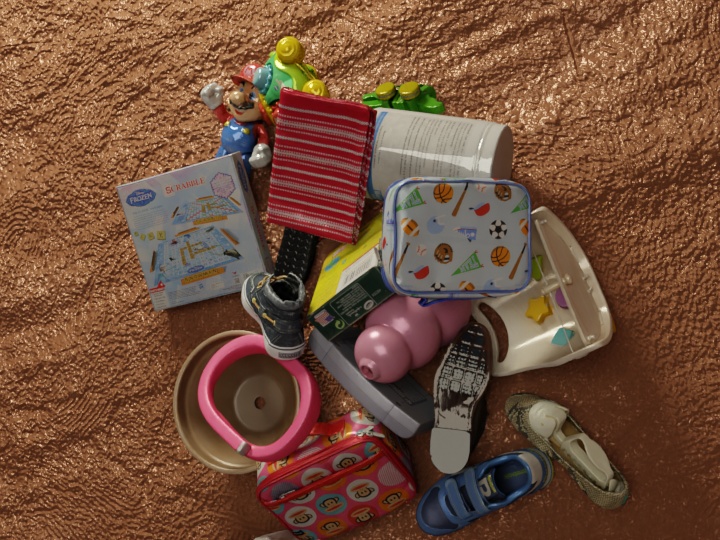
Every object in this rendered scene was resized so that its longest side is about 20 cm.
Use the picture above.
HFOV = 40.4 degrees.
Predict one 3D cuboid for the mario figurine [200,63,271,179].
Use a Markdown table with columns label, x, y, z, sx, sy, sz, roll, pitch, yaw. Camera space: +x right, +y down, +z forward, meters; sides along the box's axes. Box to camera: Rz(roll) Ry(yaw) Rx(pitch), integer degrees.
| label | x | y | z | sx | sy | sz | roll | pitch | yaw |
| --- | --- | --- | --- | --- | --- | --- | --- | --- | --- |
| mario figurine | -0.190 | -0.217 | 1.483 | 0.122 | 0.106 | 0.202 | 16 | 95 | -15 |

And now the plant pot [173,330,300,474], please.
| label | x | y | z | sx | sy | sz | roll | pitch | yaw |
| --- | --- | --- | --- | --- | --- | --- | --- | --- | --- |
| plant pot | -0.163 | 0.192 | 1.418 | 0.199 | 0.093 | 0.203 | -4 | 79 | 18 |

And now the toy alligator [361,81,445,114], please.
| label | x | y | z | sx | sy | sz | roll | pitch | yaw |
| --- | --- | --- | --- | --- | --- | --- | --- | --- | --- |
| toy alligator | 0.045 | -0.251 | 1.443 | 0.199 | 0.060 | 0.054 | 6 | 47 | 36 |

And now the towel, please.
| label | x | y | z | sx | sy | sz | roll | pitch | yaw |
| --- | --- | --- | --- | --- | --- | --- | --- | --- | --- |
| towel | -0.057 | -0.143 | 1.346 | 0.143 | 0.022 | 0.202 | 16 | 113 | 17 |

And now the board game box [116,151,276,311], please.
| label | x | y | z | sx | sy | sz | roll | pitch | yaw |
| --- | --- | --- | --- | --- | --- | --- | --- | --- | --- |
| board game box | -0.247 | -0.057 | 1.478 | 0.198 | 0.041 | 0.201 | -12 | 100 | 16 |

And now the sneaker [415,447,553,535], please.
| label | x | y | z | sx | sy | sz | roll | pitch | yaw |
| --- | --- | --- | --- | --- | --- | --- | --- | --- | --- |
| sneaker | 0.156 | 0.291 | 1.299 | 0.199 | 0.082 | 0.074 | -31 | 75 | 13 |

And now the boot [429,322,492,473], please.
| label | x | y | z | sx | sy | sz | roll | pitch | yaw |
| --- | --- | --- | --- | --- | --- | --- | --- | --- | --- |
| boot | 0.137 | 0.173 | 1.322 | 0.074 | 0.097 | 0.202 | 12 | 80 | 15 |

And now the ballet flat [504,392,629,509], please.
| label | x | y | z | sx | sy | sz | roll | pitch | yaw |
| --- | --- | --- | --- | --- | --- | --- | --- | --- | --- |
| ballet flat | 0.273 | 0.222 | 1.272 | 0.068 | 0.075 | 0.200 | -37 | 69 | -20 |

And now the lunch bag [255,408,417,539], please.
| label | x | y | z | sx | sy | sz | roll | pitch | yaw |
| --- | --- | --- | --- | --- | --- | --- | --- | --- | --- |
| lunch bag | -0.038 | 0.269 | 1.320 | 0.199 | 0.177 | 0.082 | -27 | 34 | 14 |

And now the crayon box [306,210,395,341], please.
| label | x | y | z | sx | sy | sz | roll | pitch | yaw |
| --- | --- | --- | --- | --- | --- | --- | --- | --- | --- |
| crayon box | 0.000 | 0.000 | 1.357 | 0.127 | 0.200 | 0.051 | -37 | 107 | 23 |

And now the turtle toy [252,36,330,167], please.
| label | x | y | z | sx | sy | sz | roll | pitch | yaw |
| --- | --- | --- | --- | --- | --- | --- | --- | --- | --- |
| turtle toy | -0.087 | -0.229 | 1.407 | 0.101 | 0.146 | 0.201 | -30 | 77 | 3 |

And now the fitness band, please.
| label | x | y | z | sx | sy | sz | roll | pitch | yaw |
| --- | --- | --- | --- | --- | --- | --- | --- | --- | --- |
| fitness band | -0.138 | 0.167 | 1.309 | 0.144 | 0.037 | 0.200 | -49 | 49 | -6 |

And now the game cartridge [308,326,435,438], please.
| label | x | y | z | sx | sy | sz | roll | pitch | yaw |
| --- | --- | --- | --- | --- | --- | --- | --- | --- | --- |
| game cartridge | 0.020 | 0.148 | 1.340 | 0.200 | 0.133 | 0.041 | 43 | 103 | 20 |

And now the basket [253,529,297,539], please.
| label | x | y | z | sx | sy | sz | roll | pitch | yaw |
| --- | --- | --- | --- | --- | --- | --- | --- | --- | --- |
| basket | -0.134 | 0.469 | 1.343 | 0.122 | 0.135 | 0.202 | -16 | 76 | 18 |

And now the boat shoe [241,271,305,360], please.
| label | x | y | z | sx | sy | sz | roll | pitch | yaw |
| --- | --- | --- | --- | --- | --- | --- | --- | --- | --- |
| boat shoe | -0.115 | 0.032 | 1.349 | 0.200 | 0.070 | 0.092 | -125 | 37 | -55 |

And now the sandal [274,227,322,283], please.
| label | x | y | z | sx | sy | sz | roll | pitch | yaw |
| --- | --- | --- | --- | --- | --- | --- | --- | --- | --- |
| sandal | -0.076 | -0.072 | 1.463 | 0.075 | 0.045 | 0.202 | 24 | 102 | 26 |

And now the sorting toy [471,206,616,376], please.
| label | x | y | z | sx | sy | sz | roll | pitch | yaw |
| --- | --- | --- | --- | --- | --- | --- | --- | --- | --- |
| sorting toy | 0.226 | 0.052 | 1.309 | 0.179 | 0.106 | 0.201 | -31 | 64 | 28 |

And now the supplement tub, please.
| label | x | y | z | sx | sy | sz | roll | pitch | yaw |
| --- | --- | --- | --- | --- | --- | --- | --- | --- | --- |
| supplement tub | 0.101 | -0.151 | 1.362 | 0.198 | 0.132 | 0.133 | 11 | 85 | 21 |

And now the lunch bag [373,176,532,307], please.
| label | x | y | z | sx | sy | sz | roll | pitch | yaw |
| --- | --- | --- | --- | --- | --- | --- | --- | --- | --- |
| lunch bag | 0.117 | -0.036 | 1.234 | 0.198 | 0.076 | 0.162 | 0 | 93 | -12 |

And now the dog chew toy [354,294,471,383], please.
| label | x | y | z | sx | sy | sz | roll | pitch | yaw |
| --- | --- | --- | --- | --- | --- | --- | --- | --- | --- |
| dog chew toy | 0.064 | 0.073 | 1.308 | 0.124 | 0.125 | 0.200 | 28 | 49 | 20 |
